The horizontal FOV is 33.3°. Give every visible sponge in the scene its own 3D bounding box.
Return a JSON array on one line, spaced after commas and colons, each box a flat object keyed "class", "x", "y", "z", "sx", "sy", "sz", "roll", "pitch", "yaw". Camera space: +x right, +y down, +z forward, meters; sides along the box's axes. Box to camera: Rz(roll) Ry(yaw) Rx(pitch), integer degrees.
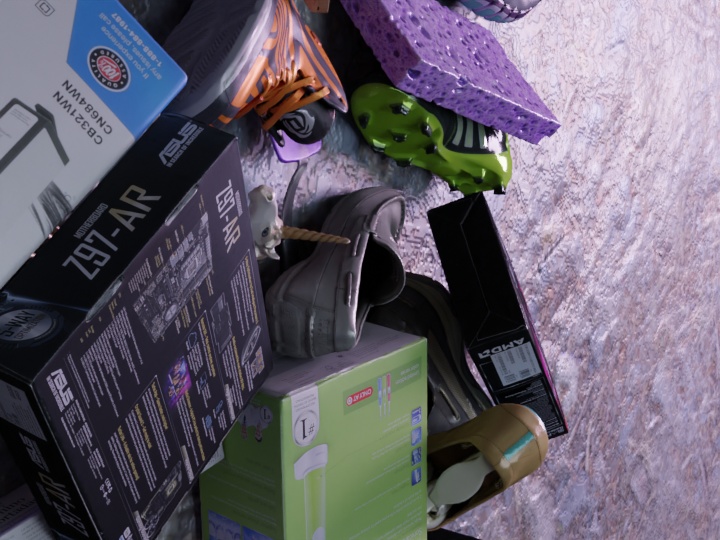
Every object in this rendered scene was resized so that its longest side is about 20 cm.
[{"class": "sponge", "x": 0.066, "y": -0.159, "z": 0.890, "sx": 0.199, "sy": 0.030, "sz": 0.112, "roll": 11, "pitch": 42, "yaw": -52}]

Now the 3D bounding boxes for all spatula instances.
[{"class": "spatula", "x": -0.046, "y": -0.039, "z": 0.822, "sx": 0.056, "sy": 0.020, "sz": 0.202, "roll": -27, "pitch": 121, "yaw": -55}]

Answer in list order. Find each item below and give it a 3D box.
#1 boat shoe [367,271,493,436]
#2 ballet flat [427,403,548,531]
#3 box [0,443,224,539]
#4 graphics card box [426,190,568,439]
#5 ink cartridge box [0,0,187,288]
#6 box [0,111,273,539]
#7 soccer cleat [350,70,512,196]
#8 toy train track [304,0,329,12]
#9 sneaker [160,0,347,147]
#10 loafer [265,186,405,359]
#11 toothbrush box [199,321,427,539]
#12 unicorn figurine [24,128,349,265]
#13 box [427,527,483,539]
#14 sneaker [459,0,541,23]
[{"class": "boat shoe", "x": 0.051, "y": 0.099, "z": 0.945, "sx": 0.073, "sy": 0.074, "sz": 0.201, "roll": -36, "pitch": 115, "yaw": -32}, {"class": "ballet flat", "x": 0.059, "y": 0.153, "z": 0.880, "sx": 0.069, "sy": 0.200, "sz": 0.063, "roll": 49, "pitch": 50, "yaw": 5}, {"class": "box", "x": -0.160, "y": 0.132, "z": 0.690, "sx": 0.199, "sy": 0.038, "sz": 0.042, "roll": -31, "pitch": 118, "yaw": -46}, {"class": "graphics card box", "x": 0.110, "y": 0.044, "z": 0.939, "sx": 0.200, "sy": 0.050, "sz": 0.126, "roll": 57, "pitch": 16, "yaw": -55}, {"class": "ink cartridge box", "x": -0.197, "y": -0.063, "z": 0.536, "sx": 0.146, "sy": 0.084, "sz": 0.201, "roll": 46, "pitch": 57, "yaw": -19}, {"class": "box", "x": -0.110, "y": 0.045, "z": 0.613, "sx": 0.161, "sy": 0.043, "sz": 0.201, "roll": -56, "pitch": 158, "yaw": -31}, {"class": "soccer cleat", "x": 0.055, "y": -0.117, "z": 0.919, "sx": 0.199, "sy": 0.067, "sz": 0.082, "roll": 26, "pitch": 57, "yaw": -52}, {"class": "toy train track", "x": -0.037, "y": -0.254, "z": 0.754, "sx": 0.115, "sy": 0.032, "sz": 0.202, "roll": 106, "pitch": -17, "yaw": -67}, {"class": "sneaker", "x": -0.052, "y": -0.111, "z": 0.696, "sx": 0.112, "sy": 0.077, "sz": 0.201, "roll": 55, "pitch": 25, "yaw": -27}, {"class": "loafer", "x": 0.000, "y": 0.000, "z": 0.825, "sx": 0.200, "sy": 0.069, "sz": 0.071, "roll": -57, "pitch": 149, "yaw": -54}, {"class": "toothbrush box", "x": -0.029, "y": 0.149, "z": 0.813, "sx": 0.145, "sy": 0.086, "sz": 0.202, "roll": -19, "pitch": 113, "yaw": -46}, {"class": "unicorn figurine", "x": -0.119, "y": -0.041, "z": 0.700, "sx": 0.199, "sy": 0.074, "sz": 0.138, "roll": -31, "pitch": 121, "yaw": -27}, {"class": "box", "x": 0.109, "y": 0.293, "z": 0.986, "sx": 0.200, "sy": 0.140, "sz": 0.079, "roll": 54, "pitch": 53, "yaw": -42}, {"class": "sneaker", "x": 0.110, "y": -0.245, "z": 0.928, "sx": 0.199, "sy": 0.087, "sz": 0.075, "roll": -4, "pitch": 78, "yaw": -52}]
